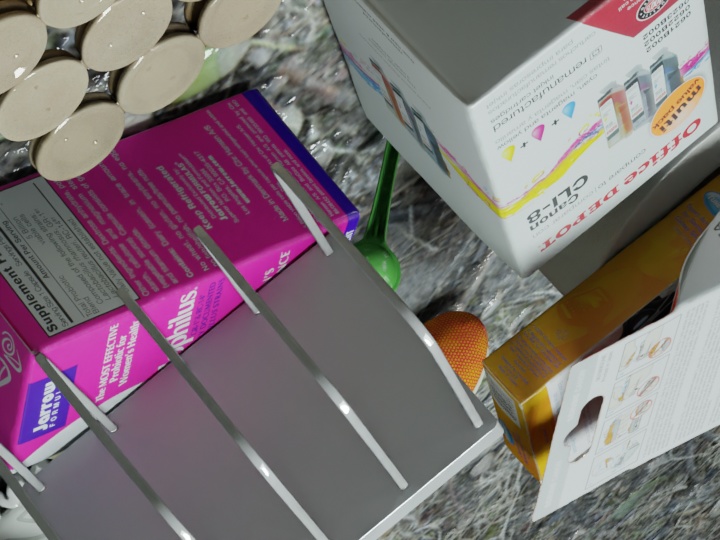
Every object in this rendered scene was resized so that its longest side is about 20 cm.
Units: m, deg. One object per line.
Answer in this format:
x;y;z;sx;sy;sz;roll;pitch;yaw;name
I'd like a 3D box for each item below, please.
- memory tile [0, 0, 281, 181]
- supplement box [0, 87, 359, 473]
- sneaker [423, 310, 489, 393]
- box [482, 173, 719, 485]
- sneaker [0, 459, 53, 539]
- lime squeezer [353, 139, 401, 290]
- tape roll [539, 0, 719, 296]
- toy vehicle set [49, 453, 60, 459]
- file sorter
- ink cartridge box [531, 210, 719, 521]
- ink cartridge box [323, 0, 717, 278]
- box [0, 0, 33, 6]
-0.117;-0.122;1.216;0.153;0.017;0.200;-40;154;0;memory tile
-0.114;0.003;1.363;0.200;0.103;0.101;-23;149;-30;supplement box
0.000;0.086;1.680;0.200;0.073;0.077;-36;144;-17;sneaker
0.162;0.027;1.532;0.200;0.041;0.119;-39;154;-10;box
-0.152;0.138;1.542;0.200;0.081;0.075;-44;156;8;sneaker
0.000;0.000;1.463;0.038;0.200;0.071;-2;126;12;lime squeezer
0.167;-0.078;1.578;0.203;0.139;0.203;-32;153;-19;tape roll
-0.064;0.065;1.452;0.200;0.124;0.027;-28;119;-59;toy vehicle set
-0.064;0.070;1.266;0.200;0.139;0.125;-40;151;-3;file sorter
0.175;0.039;1.481;0.200;0.057;0.163;-21;148;-20;ink cartridge box
0.081;-0.123;1.385;0.145;0.145;0.200;-39;155;-7;ink cartridge box
-0.116;-0.180;1.170;0.200;0.021;0.164;-21;147;-35;box
